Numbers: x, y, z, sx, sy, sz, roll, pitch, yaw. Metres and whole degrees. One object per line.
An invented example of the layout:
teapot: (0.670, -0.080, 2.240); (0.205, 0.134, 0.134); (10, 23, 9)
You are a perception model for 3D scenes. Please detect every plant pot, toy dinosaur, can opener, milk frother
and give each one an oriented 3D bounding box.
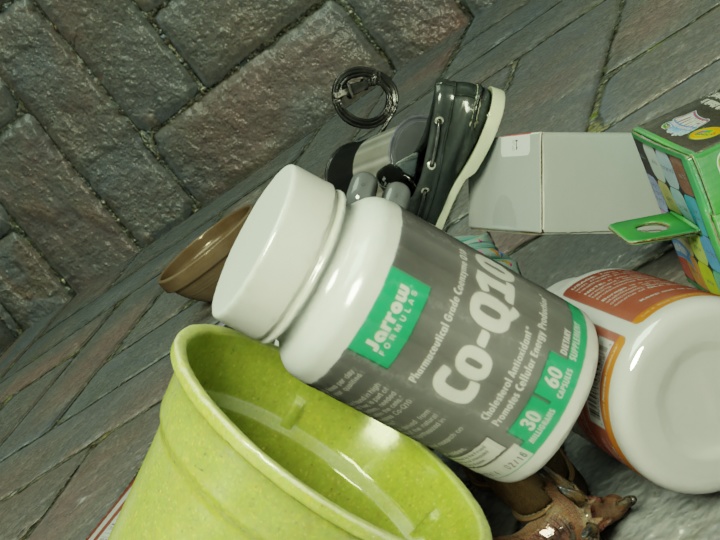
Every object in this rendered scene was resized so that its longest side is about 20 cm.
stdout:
plant pot: (-0.230, -0.011, 2.204); (0.200, 0.093, 0.201); (-35, 14, 10)
toy dinosaur: (0.087, 0.185, 0.766); (0.135, 0.086, 0.201); (-24, 24, 26)
can opener: (0.000, 0.000, 1.064); (0.200, 0.053, 0.067); (102, -175, -63)
plant pot: (-0.061, 0.162, 0.723); (0.185, 0.199, 0.200); (-56, 11, 9)
milk frother: (0.040, -0.190, 1.857); (0.180, 0.201, 0.188); (-41, 13, -28)

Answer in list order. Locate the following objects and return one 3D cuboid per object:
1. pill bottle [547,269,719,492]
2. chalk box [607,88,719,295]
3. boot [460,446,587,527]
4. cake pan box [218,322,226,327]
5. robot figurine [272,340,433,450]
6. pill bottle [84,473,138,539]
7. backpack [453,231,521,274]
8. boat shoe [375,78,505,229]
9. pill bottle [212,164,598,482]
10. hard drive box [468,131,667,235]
pill bottle: (0.174, 0.059, 0.840); (0.112, 0.112, 0.200); (-39, 13, -5)
chalk box: (0.266, -0.054, 0.894); (0.199, 0.125, 0.125); (-25, 15, 1)
boot: (0.099, 0.119, 0.959); (0.074, 0.076, 0.200); (-43, 11, -3)
cake pan box: (-0.116, 0.066, 1.748); (0.199, 0.052, 0.184); (-34, 12, 17)
robot figurine: (0.003, 0.061, 0.914); (0.199, 0.126, 0.150); (-6, 13, 39)
pill bottle: (-0.194, 0.265, 1.162); (0.112, 0.112, 0.200); (-26, 19, 42)
backpack: (0.072, 0.046, 1.065); (0.167, 0.127, 0.199); (-37, -13, 32)
boat shoe: (0.047, -0.073, 1.093); (0.075, 0.066, 0.200); (-84, 19, -48)
pill bottle: (0.024, 0.029, 0.755); (0.113, 0.199, 0.113); (-55, 17, 25)
hard drive box: (0.204, -0.069, 1.067); (0.198, 0.078, 0.156); (-2, 4, -16)
